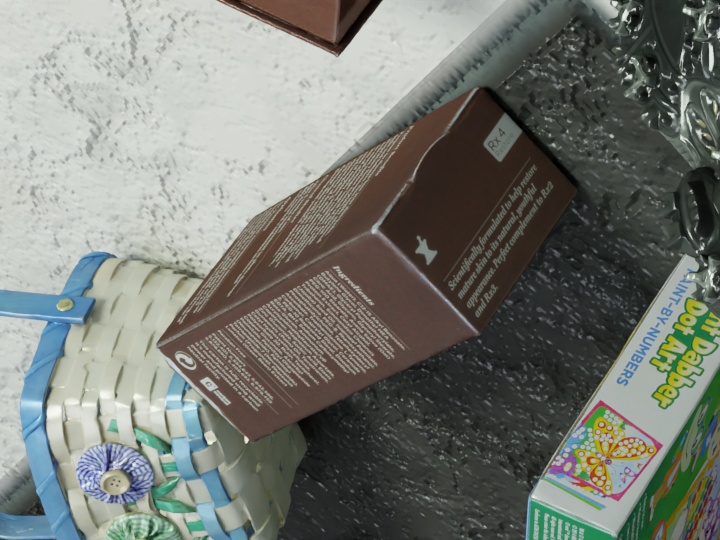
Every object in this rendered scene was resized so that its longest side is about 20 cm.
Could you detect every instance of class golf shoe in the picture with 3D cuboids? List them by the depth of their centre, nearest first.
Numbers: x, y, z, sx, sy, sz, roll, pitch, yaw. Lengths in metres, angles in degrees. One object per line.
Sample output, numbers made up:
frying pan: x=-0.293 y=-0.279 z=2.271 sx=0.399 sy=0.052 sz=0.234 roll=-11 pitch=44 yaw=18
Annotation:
golf shoe: x=0.155 y=-0.067 z=1.118 sx=0.094 sy=0.201 sz=0.078 roll=6 pitch=151 yaw=-28

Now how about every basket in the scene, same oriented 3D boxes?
basket: x=-0.141 y=0.076 z=1.535 sx=0.199 sy=0.139 sz=0.177 roll=3 pitch=135 yaw=25

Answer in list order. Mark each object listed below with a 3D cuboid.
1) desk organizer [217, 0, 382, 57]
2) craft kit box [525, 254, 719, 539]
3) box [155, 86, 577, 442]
desk organizer: x=-0.076 y=-0.177 z=1.246 sx=0.199 sy=0.072 sz=0.077 roll=26 pitch=145 yaw=15
craft kit box: x=0.130 y=0.095 z=1.274 sx=0.048 sy=0.198 sz=0.201 roll=20 pitch=143 yaw=17
box: x=0.000 y=0.000 z=1.363 sx=0.075 sy=0.100 sz=0.200 roll=44 pitch=146 yaw=-11
